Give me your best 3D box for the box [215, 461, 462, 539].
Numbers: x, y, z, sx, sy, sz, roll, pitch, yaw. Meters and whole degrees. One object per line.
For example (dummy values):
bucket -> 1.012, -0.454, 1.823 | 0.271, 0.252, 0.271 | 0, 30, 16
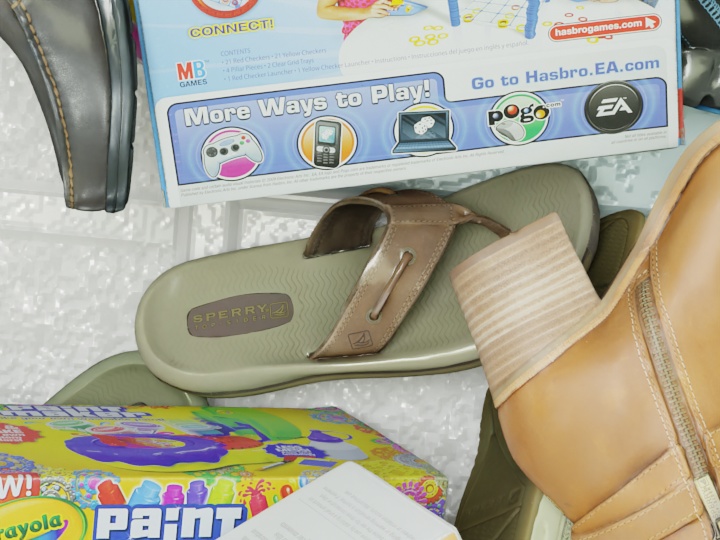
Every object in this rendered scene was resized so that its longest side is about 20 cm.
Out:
box -> -0.045, 0.179, 0.875 | 0.199, 0.097, 0.125 | -30, 111, -15

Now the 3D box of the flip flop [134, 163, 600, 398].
flip flop -> 0.000, 0.000, 0.999 | 0.198, 0.058, 0.082 | -11, 57, 9

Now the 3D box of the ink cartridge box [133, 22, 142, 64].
ink cartridge box -> -0.111, -0.161, 0.957 | 0.200, 0.037, 0.095 | 38, 90, -27

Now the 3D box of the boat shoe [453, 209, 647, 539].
boat shoe -> 0.088, 0.070, 0.983 | 0.066, 0.072, 0.202 | 37, 55, -24

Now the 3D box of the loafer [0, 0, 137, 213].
loafer -> -0.122, -0.115, 0.875 | 0.072, 0.073, 0.202 | -12, 104, -8

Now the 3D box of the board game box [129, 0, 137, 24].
board game box -> -0.093, -0.176, 0.920 | 0.199, 0.034, 0.135 | 29, 94, -29

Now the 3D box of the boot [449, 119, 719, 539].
boot -> 0.147, 0.027, 0.902 | 0.199, 0.077, 0.156 | -27, 80, 0

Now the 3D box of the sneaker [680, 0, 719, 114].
sneaker -> 0.079, -0.120, 0.989 | 0.198, 0.073, 0.083 | 12, 96, -10

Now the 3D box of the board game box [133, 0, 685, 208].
board game box -> 0.013, -0.130, 0.886 | 0.198, 0.056, 0.197 | -6, 121, -1

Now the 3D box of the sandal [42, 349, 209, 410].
sandal -> -0.147, 0.110, 1.035 | 0.080, 0.057, 0.201 | 43, 97, -6

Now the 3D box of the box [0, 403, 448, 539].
box -> -0.088, 0.158, 0.974 | 0.198, 0.122, 0.194 | 1, 100, -24
